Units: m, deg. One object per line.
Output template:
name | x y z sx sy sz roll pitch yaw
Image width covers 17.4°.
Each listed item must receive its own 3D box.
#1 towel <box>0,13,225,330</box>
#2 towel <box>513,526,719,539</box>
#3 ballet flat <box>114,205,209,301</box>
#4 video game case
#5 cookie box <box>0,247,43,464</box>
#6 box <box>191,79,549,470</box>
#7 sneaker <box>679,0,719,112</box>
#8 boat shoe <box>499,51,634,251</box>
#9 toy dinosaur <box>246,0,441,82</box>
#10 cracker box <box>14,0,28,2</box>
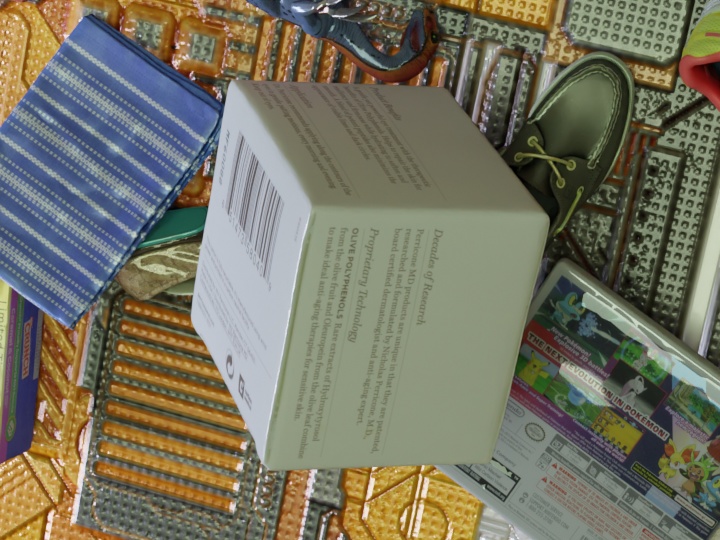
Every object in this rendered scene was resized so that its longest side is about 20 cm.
towel | -0.205 -0.075 1.727 0.144 0.024 0.201 35 85 14
towel | 0.201 0.166 1.698 0.199 0.034 0.133 -24 93 19
ballet flat | -0.094 -0.021 1.737 0.198 0.071 0.066 -11 124 20
video game case | 0.174 0.121 1.668 0.199 0.023 0.183 36 109 8
cookie box | -0.348 0.046 1.805 0.198 0.075 0.173 9 102 13
box | 0.000 0.000 1.591 0.170 0.199 0.201 0 119 -21
sneaker | 0.293 -0.098 1.582 0.200 0.090 0.078 38 136 11
boat shoe | 0.127 -0.062 1.660 0.072 0.060 0.202 34 107 6
toy dinosaur | -0.033 -0.203 1.690 0.182 0.105 0.200 52 149 -14
cracker box | -0.284 -0.310 1.728 0.133 0.058 0.202 13 103 12
